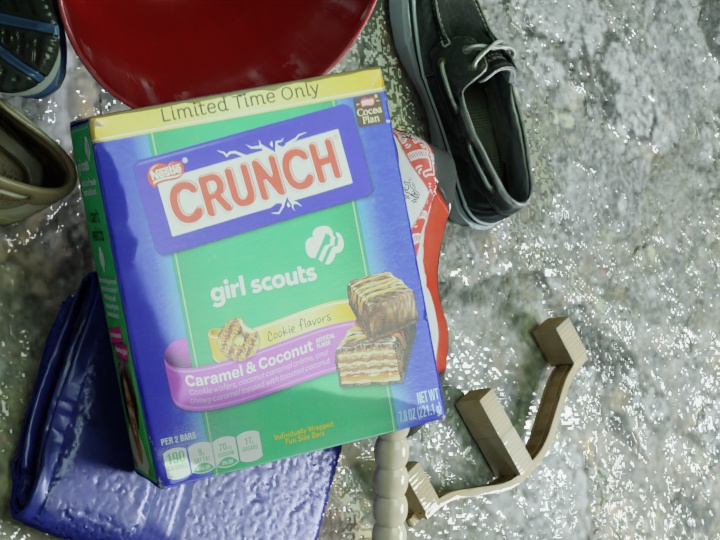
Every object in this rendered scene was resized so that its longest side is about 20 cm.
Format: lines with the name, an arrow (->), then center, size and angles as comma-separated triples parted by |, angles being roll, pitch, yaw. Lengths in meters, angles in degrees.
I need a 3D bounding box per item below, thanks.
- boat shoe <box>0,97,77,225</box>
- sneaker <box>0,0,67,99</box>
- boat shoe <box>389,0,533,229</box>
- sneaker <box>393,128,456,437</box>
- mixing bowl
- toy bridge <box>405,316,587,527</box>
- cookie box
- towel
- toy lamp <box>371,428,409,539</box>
boat shoe -> -0.240, -0.095, 1.013 | 0.200, 0.064, 0.071 | 32, 62, -31
sneaker -> -0.219, -0.181, 1.054 | 0.076, 0.077, 0.200 | -21, 80, 1
boat shoe -> 0.078, -0.130, 1.280 | 0.072, 0.071, 0.201 | -16, 91, -40
sneaker -> -0.001, 0.000, 1.193 | 0.108, 0.067, 0.202 | 20, 65, -34
mixing bowl -> -0.095, -0.194, 1.074 | 0.200, 0.108, 0.201 | -14, 123, -23
toy bridge -> 0.091, 0.111, 1.270 | 0.200, 0.027, 0.067 | -41, 108, -37
cookie box -> -0.057, 0.001, 1.039 | 0.171, 0.075, 0.201 | -12, 94, -19
towel -> -0.104, 0.103, 1.102 | 0.200, 0.049, 0.148 | 27, 72, -34
toy lamp -> 0.017, 0.132, 1.146 | 0.058, 0.058, 0.201 | -9, 107, -40
